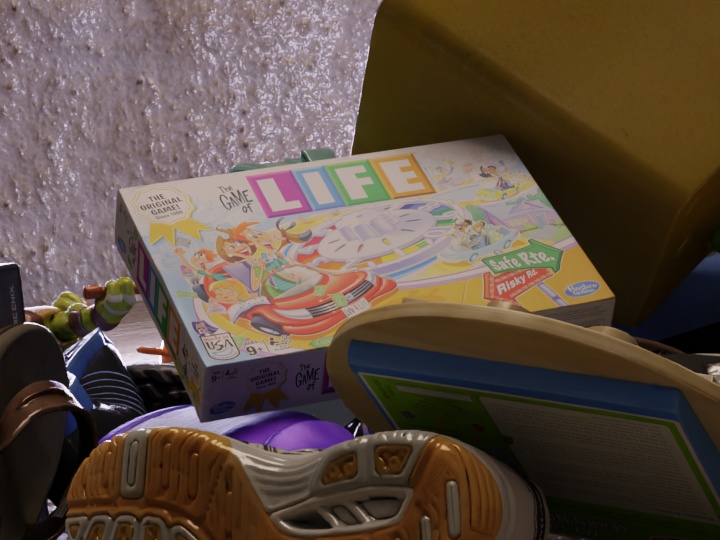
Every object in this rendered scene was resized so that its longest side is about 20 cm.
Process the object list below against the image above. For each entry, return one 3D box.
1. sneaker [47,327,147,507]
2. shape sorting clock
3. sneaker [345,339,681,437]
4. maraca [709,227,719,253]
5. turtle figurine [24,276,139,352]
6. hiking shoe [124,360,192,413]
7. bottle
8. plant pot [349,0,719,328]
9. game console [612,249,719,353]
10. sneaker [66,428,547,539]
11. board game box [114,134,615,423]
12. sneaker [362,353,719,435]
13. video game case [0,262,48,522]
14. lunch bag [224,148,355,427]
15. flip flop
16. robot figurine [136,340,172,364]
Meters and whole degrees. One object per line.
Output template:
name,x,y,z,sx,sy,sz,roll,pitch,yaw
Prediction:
sneaker,-0.143,0.088,1.387,0.070,0.078,0.200,-37,9,5
shape sorting clock,0.082,0.062,1.020,0.200,0.039,0.200,18,-26,9
sneaker,0.075,0.074,1.262,0.200,0.071,0.076,-5,-4,-27
maraca,0.252,0.024,1.326,0.137,0.107,0.200,14,21,-23
turtle figurine,-0.211,0.044,1.537,0.200,0.065,0.161,-7,8,40
hiking shoe,-0.127,0.086,1.529,0.200,0.076,0.101,-6,6,30
bottle,-0.048,0.098,1.176,0.083,0.065,0.200,-22,11,-32
plant pot,0.128,-0.091,1.386,0.200,0.176,0.200,-43,-16,-25
game console,0.152,-0.027,1.454,0.200,0.117,0.176,-17,22,-7
sneaker,-0.020,0.103,1.021,0.200,0.076,0.088,0,-10,33
board game box,0.000,0.000,1.228,0.200,0.034,0.135,-9,41,-20
sneaker,0.100,0.069,1.133,0.200,0.076,0.088,-4,-13,4
video game case,-0.206,0.076,1.194,0.019,0.143,0.200,-5,3,24
lunch bag,-0.009,0.024,1.375,0.077,0.161,0.200,-11,21,-37
flip flop,-0.149,0.086,1.189,0.057,0.081,0.200,-15,20,7
robot figurine,-0.044,0.052,1.618,0.117,0.144,0.200,-26,-10,39
